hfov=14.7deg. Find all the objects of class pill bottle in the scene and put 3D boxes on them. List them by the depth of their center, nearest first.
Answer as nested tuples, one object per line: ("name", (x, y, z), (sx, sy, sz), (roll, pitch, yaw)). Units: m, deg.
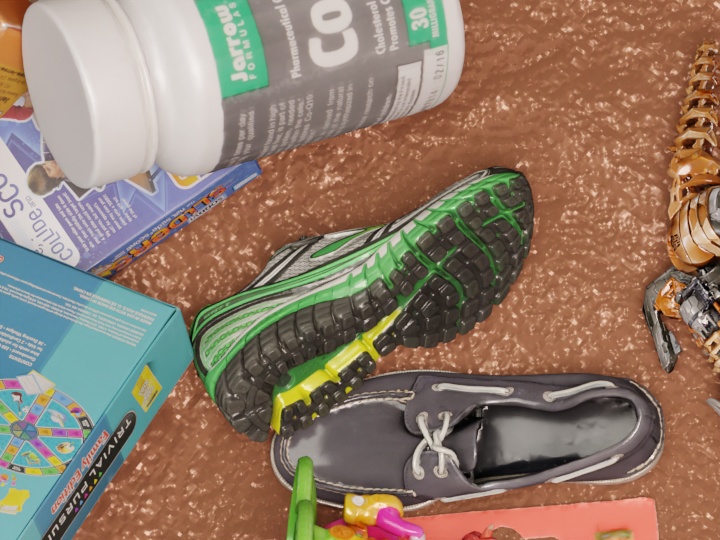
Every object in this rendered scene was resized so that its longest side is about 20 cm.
("pill bottle", (-0.059, -0.111, 1.395), (0.200, 0.113, 0.113), (-18, 73, -22))

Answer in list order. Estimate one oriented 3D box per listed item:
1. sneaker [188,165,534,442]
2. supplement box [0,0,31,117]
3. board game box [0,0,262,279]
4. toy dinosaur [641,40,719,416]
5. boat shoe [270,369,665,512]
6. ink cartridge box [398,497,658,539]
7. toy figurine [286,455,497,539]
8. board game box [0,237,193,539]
("sneaker", (0.000, 0.000, 1.412), (0.200, 0.078, 0.085), (-29, 45, -14))
("supplement box", (-0.248, -0.071, 1.431), (0.200, 0.069, 0.067), (-46, 70, 14))
("board game box", (-0.163, -0.095, 1.473), (0.135, 0.034, 0.200), (-34, 75, -3))
("toy dinosaur", (0.199, -0.015, 1.392), (0.136, 0.102, 0.200), (-17, 96, 18))
("boat shoe", (0.051, 0.079, 1.392), (0.200, 0.063, 0.073), (-3, 78, 6))
("ink cartridge box", (0.074, 0.213, 1.364), (0.162, 0.057, 0.200), (-5, 80, 5))
("toy figurine", (0.053, 0.177, 1.323), (0.184, 0.150, 0.200), (7, 34, -3))
("board game box", (-0.197, 0.080, 1.358), (0.151, 0.047, 0.200), (21, 61, 22))
